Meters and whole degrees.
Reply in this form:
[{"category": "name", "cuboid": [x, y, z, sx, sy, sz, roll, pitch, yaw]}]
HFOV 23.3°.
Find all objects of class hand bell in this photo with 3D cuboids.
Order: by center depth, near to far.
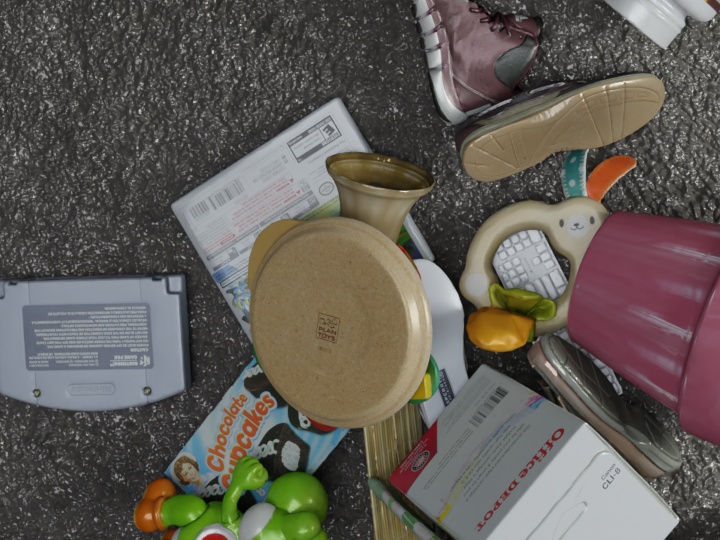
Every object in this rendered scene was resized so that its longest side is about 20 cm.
[{"category": "hand bell", "cuboid": [0.000, 0.000, 1.643, 0.103, 0.104, 0.202, 15, 111, 9]}]

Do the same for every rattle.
[{"category": "rattle", "cuboid": [0.168, -0.029, 1.586, 0.200, 0.143, 0.130, -48, 65, 15]}]

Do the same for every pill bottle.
[{"category": "pill bottle", "cuboid": [0.303, -0.298, 1.546, 0.109, 0.109, 0.200, 40, 103, 5]}]

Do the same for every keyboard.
[{"category": "keyboard", "cuboid": [0.180, 0.039, 1.659, 0.056, 0.011, 0.201, -27, 91, 13]}]

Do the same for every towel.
[{"category": "towel", "cuboid": [0.096, 0.269, 1.573, 0.023, 0.200, 0.153, -46, 121, -5]}]

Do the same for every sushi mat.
[{"category": "sushi mat", "cuboid": [0.033, 0.170, 1.664, 0.012, 0.095, 0.202, -2, 97, 38]}]

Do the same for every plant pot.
[{"category": "plant pot", "cuboid": [0.289, 0.036, 1.554, 0.178, 0.200, 0.202, 22, 100, 23]}]

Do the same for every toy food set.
[{"category": "toy food set", "cuboid": [-0.020, 0.049, 1.591, 0.199, 0.049, 0.200, -3, 97, 30]}]

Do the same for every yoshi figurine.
[{"category": "yoshi figurine", "cuboid": [-0.109, 0.237, 1.668, 0.199, 0.112, 0.113, -4, 72, 30]}]

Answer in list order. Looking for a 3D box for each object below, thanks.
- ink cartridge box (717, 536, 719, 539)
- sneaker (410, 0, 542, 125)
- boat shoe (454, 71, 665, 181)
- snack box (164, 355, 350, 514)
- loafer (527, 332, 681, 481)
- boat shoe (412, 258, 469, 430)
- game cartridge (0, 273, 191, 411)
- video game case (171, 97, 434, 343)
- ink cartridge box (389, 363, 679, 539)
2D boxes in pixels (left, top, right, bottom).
[{"category": "ink cartridge box", "cuboid": [0.328, 0.318, 1.607, 0.066, 0.116, 0.201, 35, 102, 5]}, {"category": "sneaker", "cuboid": [0.107, -0.243, 1.618, 0.114, 0.076, 0.202, -13, 104, 7]}, {"category": "boat shoe", "cuboid": [0.179, -0.145, 1.605, 0.199, 0.065, 0.072, -22, 133, -3]}, {"category": "snack box", "cuboid": [-0.090, 0.162, 1.697, 0.116, 0.037, 0.200, 40, 113, 5]}, {"category": "loafer", "cuboid": [0.214, 0.136, 1.602, 0.063, 0.072, 0.200, -38, 119, 23]}, {"category": "boat shoe", "cuboid": [0.071, 0.084, 1.655, 0.071, 0.068, 0.202, -21, 101, -7]}, {"category": "game cartridge", "cuboid": [-0.266, 0.072, 1.741, 0.198, 0.042, 0.134, -1, 100, 12]}, {"category": "video game case", "cuboid": [-0.057, -0.037, 1.693, 0.199, 0.022, 0.183, -31, 90, 12]}, {"category": "ink cartridge box", "cuboid": [0.150, 0.202, 1.551, 0.145, 0.200, 0.146, 44, 85, -24]}]
